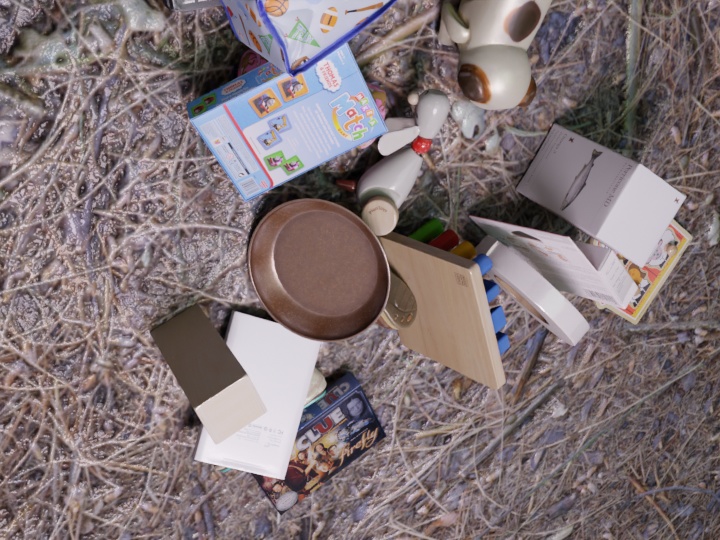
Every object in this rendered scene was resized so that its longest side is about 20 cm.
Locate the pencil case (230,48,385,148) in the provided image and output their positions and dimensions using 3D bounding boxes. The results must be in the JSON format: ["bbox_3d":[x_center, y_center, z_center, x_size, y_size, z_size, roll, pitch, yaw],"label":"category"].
[{"bbox_3d":[-0.062,-0.211,1.251,0.197,0.086,0.084,10,89,-30],"label":"pencil case"}]

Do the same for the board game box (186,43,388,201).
[{"bbox_3d":[-0.082,-0.180,1.187,0.198,0.037,0.152,-24,139,6],"label":"board game box"}]

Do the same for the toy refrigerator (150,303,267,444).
[{"bbox_3d":[-0.192,0.127,1.263,0.075,0.200,0.071,-32,123,-12],"label":"toy refrigerator"}]

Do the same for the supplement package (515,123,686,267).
[{"bbox_3d":[0.339,-0.111,1.441,0.116,0.200,0.118,26,99,-34],"label":"supplement package"}]

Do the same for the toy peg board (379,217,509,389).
[{"bbox_3d":[0.133,0.030,1.409,0.097,0.198,0.202,-36,126,-27],"label":"toy peg board"}]

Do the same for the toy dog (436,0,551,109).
[{"bbox_3d":[0.183,-0.305,1.280,0.138,0.193,0.203,-2,108,-40],"label":"toy dog"}]

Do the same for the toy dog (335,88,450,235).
[{"bbox_3d":[0.035,-0.151,1.323,0.095,0.132,0.202,24,93,-4],"label":"toy dog"}]

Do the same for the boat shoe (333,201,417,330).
[{"bbox_3d":[0.000,0.000,1.386,0.072,0.067,0.202,-46,112,-36],"label":"boat shoe"}]

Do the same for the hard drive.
[{"bbox_3d":[-0.139,0.169,1.369,0.130,0.025,0.203,16,87,-20],"label":"hard drive"}]

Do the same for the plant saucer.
[{"bbox_3d":[-0.051,-0.004,1.326,0.197,0.037,0.204,8,116,16],"label":"plant saucer"}]

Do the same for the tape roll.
[{"bbox_3d":[0.243,0.029,1.454,0.037,0.203,0.202,-48,125,1],"label":"tape roll"}]

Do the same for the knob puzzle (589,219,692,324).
[{"bbox_3d":[0.446,-0.020,1.645,0.216,0.030,0.223,-12,117,-23],"label":"knob puzzle"}]

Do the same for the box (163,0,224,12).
[{"bbox_3d":[-0.136,-0.393,1.149,0.197,0.043,0.163,-15,119,-22],"label":"box"}]

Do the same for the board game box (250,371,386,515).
[{"bbox_3d":[-0.067,0.255,1.478,0.199,0.035,0.136,-36,135,-10],"label":"board game box"}]

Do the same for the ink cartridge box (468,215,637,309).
[{"bbox_3d":[0.275,-0.029,1.443,0.176,0.199,0.045,45,74,-36],"label":"ink cartridge box"}]

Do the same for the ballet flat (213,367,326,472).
[{"bbox_3d":[-0.138,0.199,1.420,0.199,0.067,0.063,-38,105,-16],"label":"ballet flat"}]

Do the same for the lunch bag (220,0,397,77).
[{"bbox_3d":[-0.048,-0.327,1.098,0.199,0.170,0.125,-33,129,-9],"label":"lunch bag"}]
